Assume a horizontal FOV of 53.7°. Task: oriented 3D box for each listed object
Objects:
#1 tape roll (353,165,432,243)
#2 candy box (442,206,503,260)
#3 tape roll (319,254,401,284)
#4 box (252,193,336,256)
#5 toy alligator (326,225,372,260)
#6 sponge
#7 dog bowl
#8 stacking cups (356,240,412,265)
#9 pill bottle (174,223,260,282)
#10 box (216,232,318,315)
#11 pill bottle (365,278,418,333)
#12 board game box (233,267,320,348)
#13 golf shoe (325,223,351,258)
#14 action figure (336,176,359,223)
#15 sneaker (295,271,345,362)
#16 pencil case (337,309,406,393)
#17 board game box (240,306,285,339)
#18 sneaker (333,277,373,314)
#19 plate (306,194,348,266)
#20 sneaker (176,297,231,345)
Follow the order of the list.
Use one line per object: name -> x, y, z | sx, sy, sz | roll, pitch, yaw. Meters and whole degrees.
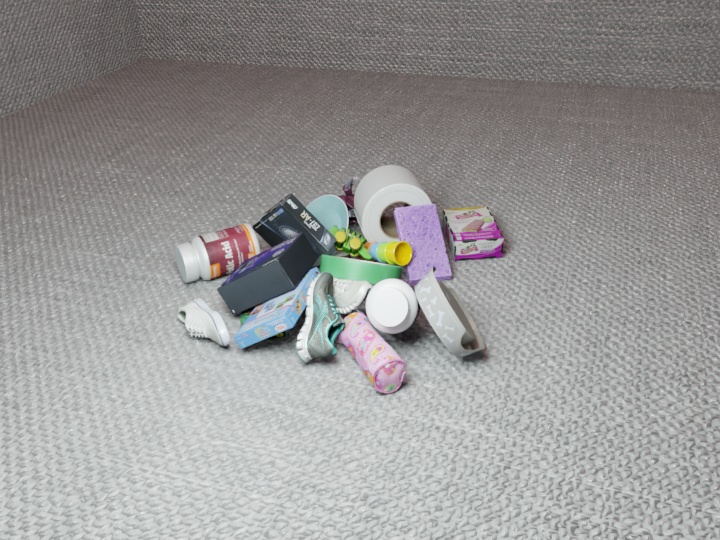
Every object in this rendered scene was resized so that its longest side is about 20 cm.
tape roll -> 0.088, -0.164, 1.914 | 0.198, 0.207, 0.140 | -7, 29, -8
candy box -> 0.303, -0.105, 1.940 | 0.133, 0.062, 0.201 | -4, 29, -3
tape roll -> 0.000, 0.000, 1.699 | 0.196, 0.049, 0.200 | 9, 3, 0
box -> -0.167, -0.093, 1.766 | 0.044, 0.160, 0.199 | -53, 16, -29
toy alligator -> -0.052, -0.086, 1.779 | 0.197, 0.060, 0.055 | 24, 69, 7
sponge -> 0.156, -0.069, 1.801 | 0.109, 0.030, 0.204 | -8, 68, -9
dog bowl -> 0.183, 0.092, 1.489 | 0.058, 0.201, 0.201 | -33, 28, 12
stacking cups -> 0.053, -0.048, 1.812 | 0.060, 0.062, 0.199 | -20, 14, -28
pill bottle -> -0.365, -0.042, 1.820 | 0.197, 0.116, 0.114 | -18, 33, -25
box -> -0.212, 0.008, 1.630 | 0.197, 0.080, 0.142 | -23, 21, 31
pill bottle -> 0.071, 0.074, 1.517 | 0.110, 0.115, 0.200 | 2, 0, 7
board game box -> -0.178, 0.080, 1.564 | 0.149, 0.037, 0.201 | -24, 21, 29
golf shoe -> -0.078, -0.089, 1.912 | 0.075, 0.090, 0.201 | -9, 32, -15
action figure -> -0.026, -0.183, 2.097 | 0.148, 0.135, 0.200 | -38, 2, 25
sneaker -> -0.071, 0.099, 1.510 | 0.089, 0.078, 0.204 | -1, 65, 23
pencil case -> 0.022, 0.165, 1.467 | 0.086, 0.089, 0.200 | -13, 30, -19
board game box -> -0.229, 0.098, 1.661 | 0.102, 0.024, 0.201 | -4, 30, -6
sneaker -> -0.046, 0.050, 1.588 | 0.075, 0.082, 0.199 | -46, 15, -32
plate -> -0.102, -0.103, 1.883 | 0.199, 0.203, 0.025 | 30, 2, 43
sneaker -> -0.350, 0.126, 1.585 | 0.070, 0.074, 0.199 | -28, 29, -24
